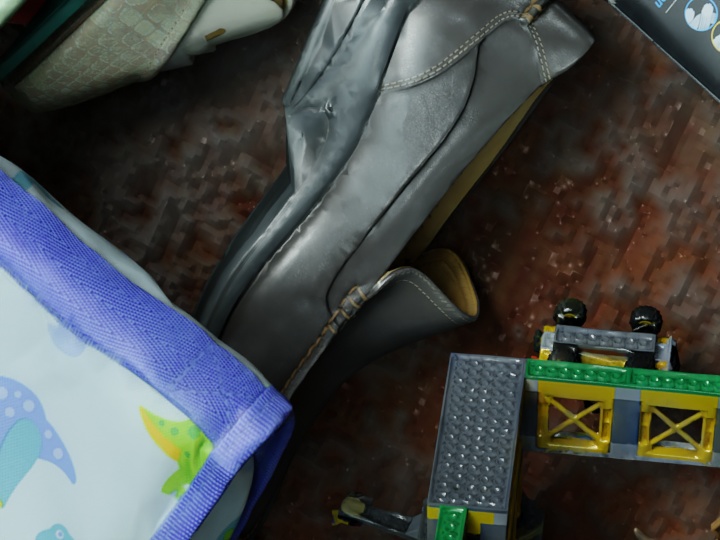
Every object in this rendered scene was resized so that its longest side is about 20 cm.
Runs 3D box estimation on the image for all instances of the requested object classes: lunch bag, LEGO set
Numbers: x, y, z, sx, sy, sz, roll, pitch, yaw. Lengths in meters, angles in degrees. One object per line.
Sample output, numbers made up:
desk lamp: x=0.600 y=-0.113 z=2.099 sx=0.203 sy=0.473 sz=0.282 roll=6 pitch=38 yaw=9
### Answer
lunch bag: x=-0.114 y=0.038 z=0.767 sx=0.170 sy=0.128 sz=0.200 roll=38 pitch=141 yaw=4
LEGO set: x=0.067 y=0.118 z=0.776 sx=0.152 sy=0.201 sz=0.116 roll=0 pitch=133 yaw=1

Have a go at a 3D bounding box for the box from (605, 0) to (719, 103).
box: x=0.148 y=-0.132 z=0.770 sx=0.159 sy=0.046 sz=0.200 roll=42 pitch=108 yaw=12

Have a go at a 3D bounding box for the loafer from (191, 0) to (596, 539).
loafer: x=0.000 y=0.000 z=0.830 sx=0.072 sy=0.073 sz=0.201 roll=25 pitch=112 yaw=8

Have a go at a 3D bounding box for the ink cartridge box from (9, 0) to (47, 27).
ink cartridge box: x=-0.166 y=-0.165 z=0.889 sx=0.199 sy=0.050 sz=0.162 roll=14 pitch=101 yaw=21

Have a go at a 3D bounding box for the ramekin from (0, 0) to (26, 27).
ramekin: x=-0.160 y=-0.149 z=0.828 sx=0.198 sy=0.098 sz=0.202 roll=1 pitch=100 yaw=4

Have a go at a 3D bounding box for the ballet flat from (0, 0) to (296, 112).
ballet flat: x=-0.028 y=-0.106 z=0.835 sx=0.062 sy=0.068 sz=0.200 roll=39 pitch=111 yaw=-11
